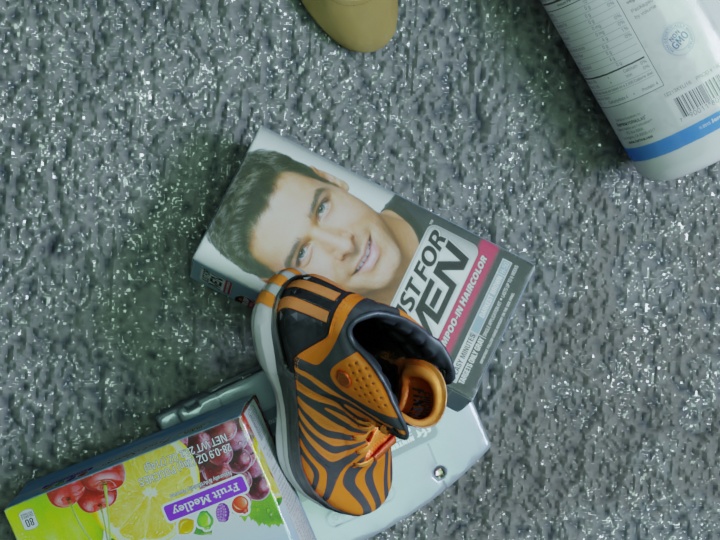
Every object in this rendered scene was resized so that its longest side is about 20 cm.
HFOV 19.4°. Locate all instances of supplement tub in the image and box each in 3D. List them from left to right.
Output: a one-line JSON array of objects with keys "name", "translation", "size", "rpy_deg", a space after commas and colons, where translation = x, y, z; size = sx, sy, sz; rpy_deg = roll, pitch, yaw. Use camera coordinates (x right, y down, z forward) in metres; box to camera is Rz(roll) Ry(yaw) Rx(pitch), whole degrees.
[{"name": "supplement tub", "translation": [0.195, -0.173, 1.384], "size": [0.131, 0.132, 0.201], "rpy_deg": [-32, 98, -10]}]

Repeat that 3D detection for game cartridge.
[{"name": "game cartridge", "translation": [-0.021, 0.114, 1.393], "size": [0.199, 0.040, 0.134], "rpy_deg": [-24, 94, -11]}]

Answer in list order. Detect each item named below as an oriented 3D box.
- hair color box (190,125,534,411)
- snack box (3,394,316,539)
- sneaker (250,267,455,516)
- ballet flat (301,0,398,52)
[{"name": "hair color box", "translation": [0.000, 0.000, 1.355], "size": [0.199, 0.061, 0.100], "rpy_deg": [26, 77, 0]}, {"name": "snack box", "translation": [-0.107, 0.204, 1.334], "size": [0.168, 0.068, 0.201], "rpy_deg": [-22, 98, 10]}, {"name": "sneaker", "translation": [0.006, 0.091, 1.288], "size": [0.078, 0.111, 0.201], "rpy_deg": [-51, 140, -29]}, {"name": "ballet flat", "translation": [-0.026, -0.236, 1.364], "size": [0.068, 0.063, 0.201], "rpy_deg": [-25, 98, -11]}]
